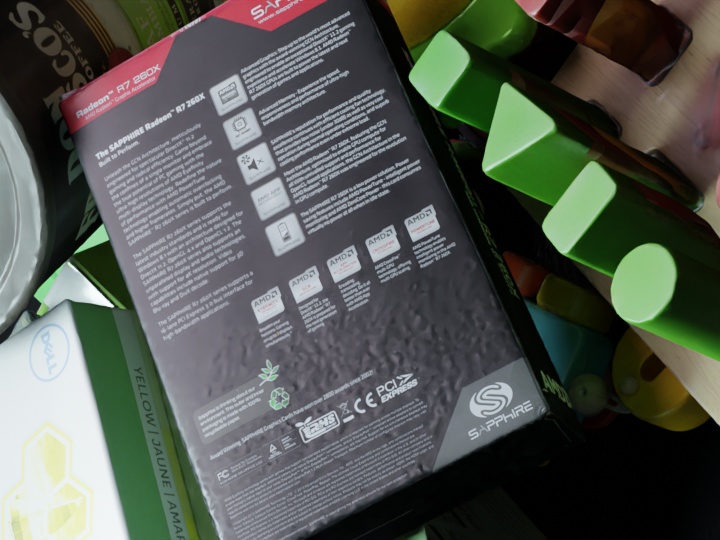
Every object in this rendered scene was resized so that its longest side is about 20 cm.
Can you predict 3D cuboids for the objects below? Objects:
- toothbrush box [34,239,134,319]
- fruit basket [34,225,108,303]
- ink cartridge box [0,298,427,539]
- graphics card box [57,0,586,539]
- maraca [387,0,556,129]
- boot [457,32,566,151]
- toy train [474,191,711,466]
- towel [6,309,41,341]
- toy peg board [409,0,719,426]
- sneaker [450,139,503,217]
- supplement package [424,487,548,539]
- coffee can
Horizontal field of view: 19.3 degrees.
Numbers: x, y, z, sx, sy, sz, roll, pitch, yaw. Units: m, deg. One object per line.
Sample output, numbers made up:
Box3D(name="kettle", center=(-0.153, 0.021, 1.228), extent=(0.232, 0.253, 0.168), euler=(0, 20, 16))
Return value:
Box3D(name="toothbrush box", center=(-0.079, 0.046, 0.995), extent=(0.086, 0.200, 0.146), euler=(42, 122, 14))
Box3D(name="fruit basket", center=(-0.181, -0.074, 1.093), extent=(0.216, 0.216, 0.156), euler=(-42, 7, 47))
Box3D(name="ink cartridge box", center=(-0.080, 0.076, 0.795), extent=(0.200, 0.048, 0.146), euler=(-33, 63, 33))
Box3D(name="graphics card box", center=(-0.017, -0.003, 0.747), extent=(0.125, 0.051, 0.200), euler=(-29, 64, 10))
Box3D(name="maraca", center=(0.041, -0.126, 0.843), extent=(0.137, 0.107, 0.200), euler=(-32, 34, 47))
Box3D(name="boot", center=(0.117, -0.159, 0.916), extent=(0.200, 0.068, 0.189), euler=(-21, 48, 50))
Box3D(name="toy train", center=(0.109, -0.005, 0.790), extent=(0.200, 0.056, 0.151), euler=(-25, 56, 39))
Box3D(name="towel", center=(-0.126, 0.148, 0.884), extent=(0.200, 0.034, 0.193), euler=(49, 119, 34))
Box3D(name="toy peg board", center=(0.126, -0.069, 0.683), extent=(0.199, 0.098, 0.200), euler=(-54, 43, 16))
Box3D(name="sneaker", center=(0.000, 0.000, 0.923), extent=(0.077, 0.200, 0.084), euler=(-11, 105, 41))
Box3D(name="supplement package", center=(0.000, 0.160, 0.855), extent=(0.156, 0.111, 0.200), euler=(-67, 25, 11))
Box3D(name="coffee can", center=(-0.156, -0.071, 0.875), extent=(0.146, 0.146, 0.200), euler=(-56, 0, 30))
